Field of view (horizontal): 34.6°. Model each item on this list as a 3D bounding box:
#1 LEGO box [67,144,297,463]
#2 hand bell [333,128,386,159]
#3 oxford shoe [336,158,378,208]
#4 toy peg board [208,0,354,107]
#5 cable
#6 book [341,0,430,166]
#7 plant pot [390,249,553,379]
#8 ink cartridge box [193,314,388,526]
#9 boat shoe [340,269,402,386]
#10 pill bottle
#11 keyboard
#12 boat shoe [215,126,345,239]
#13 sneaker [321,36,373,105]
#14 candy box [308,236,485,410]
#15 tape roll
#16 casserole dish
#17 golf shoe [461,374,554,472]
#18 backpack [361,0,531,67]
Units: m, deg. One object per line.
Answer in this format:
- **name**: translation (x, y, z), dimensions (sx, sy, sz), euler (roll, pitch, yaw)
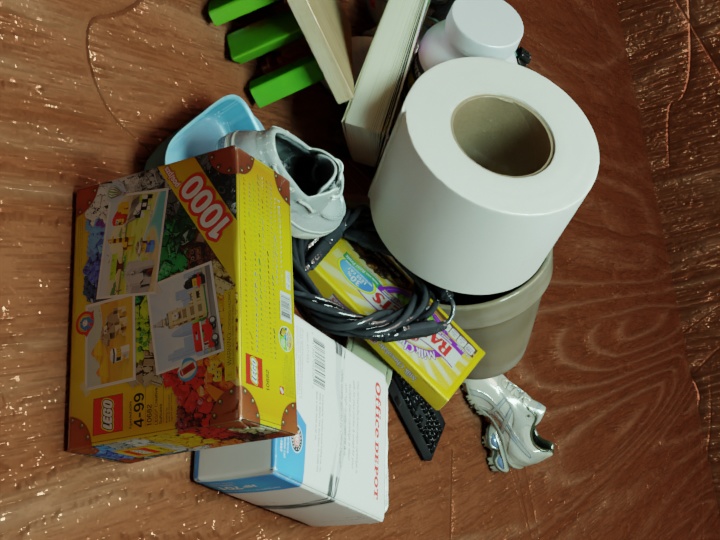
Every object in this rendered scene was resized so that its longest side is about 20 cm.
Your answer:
- **LEGO box**: translation (-0.130, 0.028, 0.842), dimensions (0.077, 0.149, 0.201), euler (31, 51, -58)
- **hand bell**: translation (0.039, -0.139, 1.381), dimensions (0.200, 0.104, 0.104), euler (13, 67, -51)
- **oxford shoe**: translation (0.018, -0.078, 1.307), dimensions (0.200, 0.075, 0.070), euler (-1, 44, -47)
- **toy peg board**: translation (-0.091, -0.279, 1.164), dimensions (0.199, 0.098, 0.200), euler (-93, 160, -57)
- **cable**: translation (0.000, 0.000, 1.155), dimensions (0.200, 0.051, 0.163), euler (-5, 59, -40)
- **book**: translation (0.033, -0.222, 1.226), dimensions (0.134, 0.048, 0.200), euler (93, 15, -80)
- **plant pot**: translation (0.137, 0.032, 1.399), dimensions (0.174, 0.199, 0.200), euler (77, 19, -44)
- **ink cartridge box**: translation (-0.055, 0.136, 1.026), dimensions (0.200, 0.086, 0.147), euler (41, 44, -55)
- **boat shoe**: translation (0.015, 0.079, 1.235), dimensions (0.200, 0.074, 0.066), euler (-77, -173, -46)
- **pill bottle**: translation (0.107, -0.206, 1.280), dimensions (0.200, 0.112, 0.112), euler (114, -13, -52)
- **keyboard**: translation (0.064, 0.119, 1.348), dimensions (0.200, 0.040, 0.104), euler (64, 29, -29)
- **boat shoe**: translation (-0.053, -0.079, 1.059), dimensions (0.201, 0.071, 0.070), euler (27, 56, -60)
- **sneaker**: translation (0.027, -0.216, 1.363), dimensions (0.200, 0.088, 0.075), euler (30, 51, -59)
- **candy box**: translation (0.035, 0.046, 1.202), dimensions (0.200, 0.026, 0.102), euler (44, 42, 2)
- **tape roll**: translation (0.121, -0.095, 1.166), dimensions (0.139, 0.202, 0.203), euler (113, -12, -53)
- **casserole dish**: translation (-0.132, -0.078, 1.019), dimensions (0.121, 0.039, 0.200), euler (68, 26, -20)
- **golf shoe**: translation (0.198, 0.172, 1.542), dimensions (0.200, 0.097, 0.078), euler (67, 28, -19)
- **backpack**: translation (0.091, -0.287, 1.440), dimensions (0.176, 0.153, 0.200), euler (52, -2, -40)
